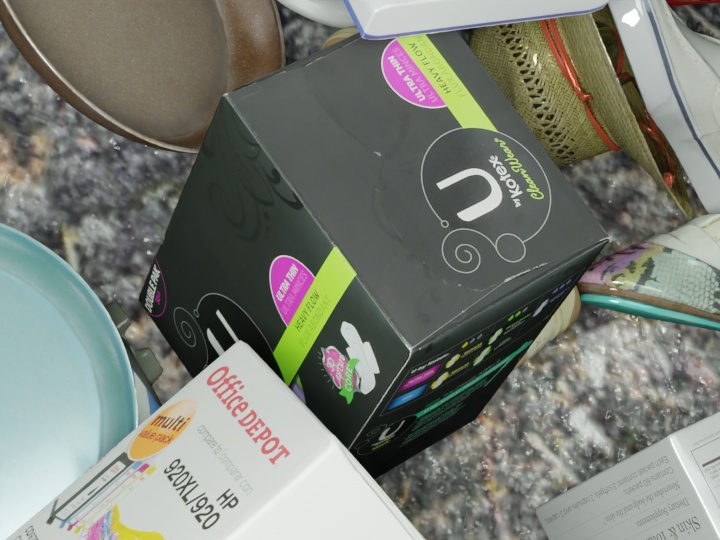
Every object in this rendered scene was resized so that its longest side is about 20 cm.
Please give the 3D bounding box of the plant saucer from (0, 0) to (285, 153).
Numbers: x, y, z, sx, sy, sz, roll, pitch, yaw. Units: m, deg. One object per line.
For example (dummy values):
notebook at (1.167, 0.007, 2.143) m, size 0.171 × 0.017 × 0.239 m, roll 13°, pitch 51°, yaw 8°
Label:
plant saucer at (-0.121, -0.143, 1.142) m, size 0.200 × 0.032 × 0.201 m, roll 28°, pitch 47°, yaw -34°

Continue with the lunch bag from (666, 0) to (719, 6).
lunch bag at (0.213, -0.225, 1.302) m, size 0.200 × 0.082 × 0.177 m, roll -10°, pitch 74°, yaw -40°

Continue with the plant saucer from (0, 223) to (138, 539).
plant saucer at (-0.200, 0.073, 1.029) m, size 0.199 × 0.027 × 0.201 m, roll 0°, pitch 81°, yaw -1°

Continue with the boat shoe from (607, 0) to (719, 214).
boat shoe at (0.192, -0.097, 1.210) m, size 0.200 × 0.070 × 0.071 m, roll 54°, pitch 18°, yaw -40°

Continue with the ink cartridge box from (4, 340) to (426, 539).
ink cartridge box at (-0.065, 0.160, 0.954) m, size 0.200 × 0.147 × 0.145 m, roll -40°, pitch 114°, yaw -4°

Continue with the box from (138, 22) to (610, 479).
box at (0.000, 0.000, 1.065) m, size 0.124 × 0.200 × 0.149 m, roll -28°, pitch 73°, yaw -28°

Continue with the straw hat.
straw hat at (0.104, -0.102, 1.218) m, size 0.085 × 0.201 × 0.202 m, roll -22°, pitch 77°, yaw 13°

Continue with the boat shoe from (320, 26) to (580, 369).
boat shoe at (0.035, -0.037, 1.179) m, size 0.064 × 0.071 × 0.200 m, roll -37°, pitch 89°, yaw -30°

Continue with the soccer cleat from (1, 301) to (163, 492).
soccer cleat at (-0.106, 0.109, 1.075) m, size 0.086 × 0.070 × 0.200 m, roll -35°, pitch 84°, yaw -14°

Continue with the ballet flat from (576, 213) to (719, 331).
ballet flat at (0.208, 0.011, 1.227) m, size 0.200 × 0.069 × 0.071 m, roll 19°, pitch 88°, yaw -22°

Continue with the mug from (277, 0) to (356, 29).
mug at (0.031, -0.221, 1.181) m, size 0.148 × 0.200 × 0.176 m, roll 52°, pitch 57°, yaw -45°

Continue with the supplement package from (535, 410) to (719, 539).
supplement package at (0.220, 0.165, 1.135) m, size 0.150 × 0.152 × 0.200 m, roll -22°, pitch 80°, yaw -28°

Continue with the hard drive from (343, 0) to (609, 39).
hard drive at (0.022, -0.199, 1.061) m, size 0.132 × 0.025 × 0.200 m, roll -10°, pitch 60°, yaw -28°
